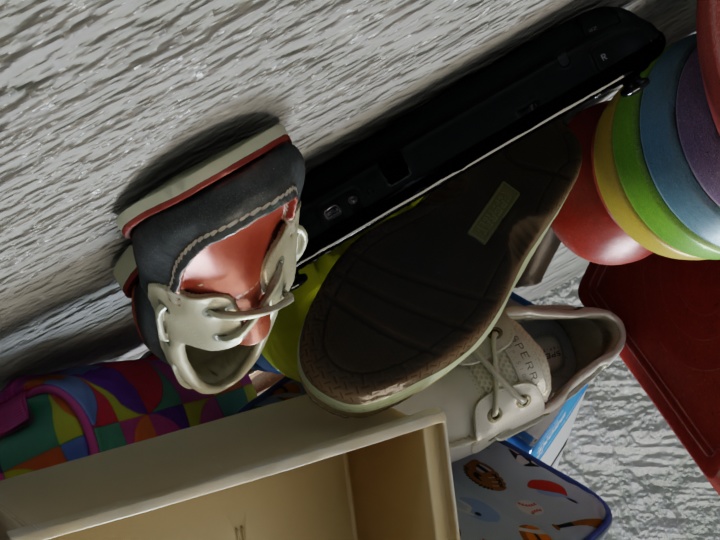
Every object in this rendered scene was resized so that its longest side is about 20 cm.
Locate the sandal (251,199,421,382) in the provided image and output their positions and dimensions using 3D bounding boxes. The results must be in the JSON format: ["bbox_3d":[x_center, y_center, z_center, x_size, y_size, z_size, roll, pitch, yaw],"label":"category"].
[{"bbox_3d":[0.000,0.000,1.067,0.199,0.080,0.087,-21,-172,-43],"label":"sandal"}]

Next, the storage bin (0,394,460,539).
[{"bbox_3d":[-0.059,0.171,0.951,0.199,0.200,0.094,-15,-164,-25],"label":"storage bin"}]

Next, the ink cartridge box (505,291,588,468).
[{"bbox_3d":[0.046,0.086,1.268,0.084,0.144,0.200,-53,166,-29],"label":"ink cartridge box"}]

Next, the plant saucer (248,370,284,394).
[{"bbox_3d":[-0.060,0.051,1.381,0.200,0.037,0.200,-28,174,-3],"label":"plant saucer"}]

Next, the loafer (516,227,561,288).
[{"bbox_3d":[0.097,-0.029,1.241,0.073,0.071,0.200,-24,173,-41],"label":"loafer"}]

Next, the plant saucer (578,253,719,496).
[{"bbox_3d":[0.187,-0.002,1.098,0.037,0.200,0.201,4,125,-30],"label":"plant saucer"}]

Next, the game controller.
[{"bbox_3d":[0.039,-0.051,0.908,0.199,0.042,0.104,-29,175,13],"label":"game controller"}]

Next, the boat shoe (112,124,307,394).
[{"bbox_3d":[-0.052,0.000,0.805,0.071,0.063,0.200,-25,173,-17],"label":"boat shoe"}]

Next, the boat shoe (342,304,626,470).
[{"bbox_3d":[0.064,0.051,1.083,0.069,0.071,0.200,-24,179,41],"label":"boat shoe"}]

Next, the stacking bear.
[{"bbox_3d":[0.158,-0.057,1.019,0.121,0.114,0.200,9,163,-26],"label":"stacking bear"}]

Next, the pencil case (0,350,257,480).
[{"bbox_3d":[-0.123,0.083,1.101,0.088,0.089,0.200,-30,175,20],"label":"pencil case"}]

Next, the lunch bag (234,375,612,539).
[{"bbox_3d":[0.029,0.125,1.111,0.160,0.199,0.076,-31,149,-60],"label":"lunch bag"}]

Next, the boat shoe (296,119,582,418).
[{"bbox_3d":[0.035,0.007,0.989,0.200,0.072,0.076,-43,170,-36],"label":"boat shoe"}]
